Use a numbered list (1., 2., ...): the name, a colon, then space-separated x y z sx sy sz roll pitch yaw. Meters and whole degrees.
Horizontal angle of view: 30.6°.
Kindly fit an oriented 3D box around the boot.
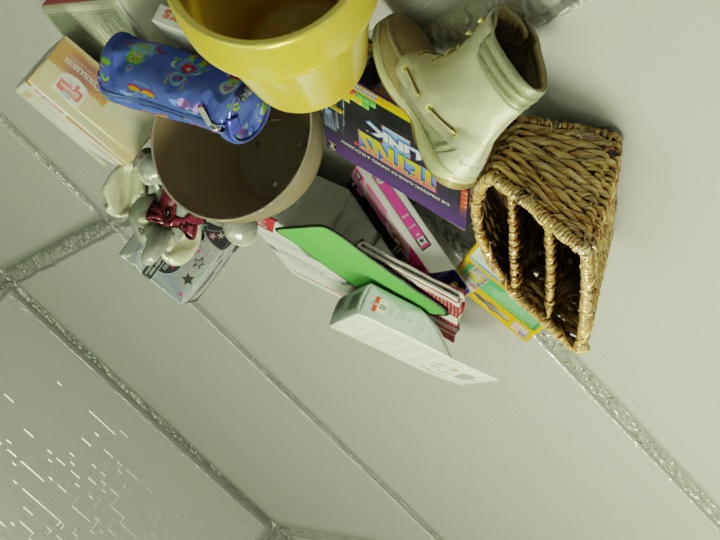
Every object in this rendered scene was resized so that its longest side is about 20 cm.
1. boot: 0.092 -0.199 1.234 0.155 0.072 0.201 -51 53 44

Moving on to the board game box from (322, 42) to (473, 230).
1. board game box: 0.050 -0.151 1.432 0.199 0.057 0.166 32 156 19

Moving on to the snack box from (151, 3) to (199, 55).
1. snack box: -0.130 -0.233 1.415 0.199 0.024 0.072 24 171 25

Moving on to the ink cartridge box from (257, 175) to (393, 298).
1. ink cartridge box: -0.055 -0.048 1.723 0.144 0.084 0.200 26 164 31

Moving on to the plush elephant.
1. plush elephant: -0.235 -0.076 1.639 0.164 0.155 0.200 32 -160 -21

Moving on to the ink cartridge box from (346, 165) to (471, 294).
1. ink cartridge box: 0.056 -0.042 1.578 0.201 0.037 0.095 54 168 3

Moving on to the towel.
1. towel: 0.060 0.025 1.607 0.143 0.023 0.200 27 166 9

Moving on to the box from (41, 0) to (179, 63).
1. box: -0.267 -0.305 1.568 0.199 0.109 0.128 10 145 50

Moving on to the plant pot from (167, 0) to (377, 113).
1. plant pot: -0.069 -0.252 1.256 0.200 0.201 0.189 30 167 21

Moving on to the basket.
1. basket: 0.172 -0.034 1.292 0.141 0.150 0.201 12 151 13

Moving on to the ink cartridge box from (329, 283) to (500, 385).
1. ink cartridge box: 0.071 0.083 1.658 0.199 0.051 0.162 23 168 -10

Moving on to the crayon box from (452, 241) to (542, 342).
1. crayon box: 0.186 -0.001 1.510 0.125 0.052 0.200 39 158 3

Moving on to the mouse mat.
1. mouse mat: 0.000 0.000 1.582 0.199 0.008 0.161 36 165 -22

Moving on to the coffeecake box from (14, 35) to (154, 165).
1. coffeecake box: -0.340 -0.205 1.630 0.153 0.073 0.200 41 171 -17

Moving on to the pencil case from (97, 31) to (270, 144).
1. pencil case: -0.195 -0.197 1.430 0.199 0.087 0.078 20 134 21

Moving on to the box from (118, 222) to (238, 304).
1. box: -0.215 -0.065 1.788 0.114 0.201 0.132 37 -178 1

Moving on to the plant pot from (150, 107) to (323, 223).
1. plant pot: -0.121 -0.145 1.513 0.199 0.201 0.134 30 -177 22
